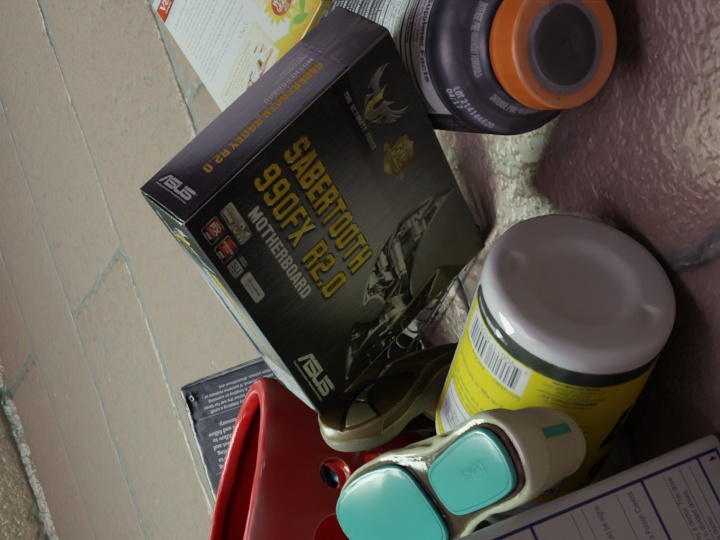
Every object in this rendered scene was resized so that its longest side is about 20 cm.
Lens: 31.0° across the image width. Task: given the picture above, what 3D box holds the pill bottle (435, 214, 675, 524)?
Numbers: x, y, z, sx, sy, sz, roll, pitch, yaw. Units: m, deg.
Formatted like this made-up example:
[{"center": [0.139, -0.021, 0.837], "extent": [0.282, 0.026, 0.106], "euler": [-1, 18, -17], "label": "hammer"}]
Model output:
[{"center": [0.109, 0.073, 0.800], "extent": [0.114, 0.114, 0.201], "euler": [56, 149, 33], "label": "pill bottle"}]

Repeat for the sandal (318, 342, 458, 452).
[{"center": [0.032, 0.091, 0.885], "extent": [0.080, 0.200, 0.054], "euler": [-11, 99, 26], "label": "sandal"}]

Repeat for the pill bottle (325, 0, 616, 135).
[{"center": [0.065, -0.136, 0.780], "extent": [0.200, 0.106, 0.107], "euler": [17, 120, 60], "label": "pill bottle"}]

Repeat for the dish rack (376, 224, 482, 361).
[{"center": [0.000, 0.000, 0.965], "extent": [0.153, 0.055, 0.200], "euler": [26, 142, 1], "label": "dish rack"}]

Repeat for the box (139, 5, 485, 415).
[{"center": [-0.019, -0.029, 0.773], "extent": [0.048, 0.158, 0.200], "euler": [35, 163, 40], "label": "box"}]

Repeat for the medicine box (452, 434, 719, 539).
[{"center": [0.141, 0.216, 0.716], "extent": [0.183, 0.199, 0.103], "euler": [66, 153, 17], "label": "medicine box"}]

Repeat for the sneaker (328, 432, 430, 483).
[{"center": [0.017, 0.175, 1.079], "extent": [0.075, 0.086, 0.201], "euler": [12, 116, 60], "label": "sneaker"}]

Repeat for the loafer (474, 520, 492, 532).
[{"center": [0.117, 0.213, 0.827], "extent": [0.200, 0.070, 0.075], "euler": [40, 135, -10], "label": "loafer"}]

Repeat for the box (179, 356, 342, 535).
[{"center": [-0.058, 0.173, 1.131], "extent": [0.148, 0.104, 0.201], "euler": [-6, -103, -74], "label": "box"}]

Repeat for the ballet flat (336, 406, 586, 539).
[{"center": [0.057, 0.120, 0.745], "extent": [0.200, 0.069, 0.070], "euler": [-34, 74, 55], "label": "ballet flat"}]

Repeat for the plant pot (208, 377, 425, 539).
[{"center": [-0.011, 0.191, 0.951], "extent": [0.200, 0.182, 0.202], "euler": [-169, 90, -77], "label": "plant pot"}]

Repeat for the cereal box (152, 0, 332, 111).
[{"center": [-0.094, -0.220, 1.077], "extent": [0.144, 0.039, 0.200], "euler": [-56, 50, 30], "label": "cereal box"}]
